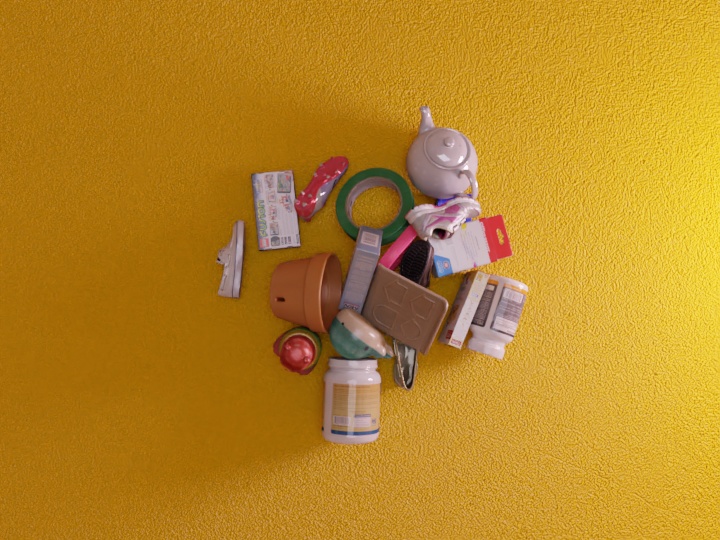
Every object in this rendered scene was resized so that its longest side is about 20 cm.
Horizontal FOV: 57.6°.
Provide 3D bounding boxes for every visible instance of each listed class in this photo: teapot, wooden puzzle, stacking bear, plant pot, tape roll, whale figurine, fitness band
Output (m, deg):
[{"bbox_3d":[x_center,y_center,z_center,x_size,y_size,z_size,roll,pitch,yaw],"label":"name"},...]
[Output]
[{"bbox_3d":[0.213,-0.283,1.650,0.200,0.146,0.198,18,69,0],"label":"teapot"},{"bbox_3d":[0.108,0.091,1.597,0.200,0.185,0.046,31,41,16],"label":"wooden puzzle"},{"bbox_3d":[-0.152,0.198,1.597,0.121,0.200,0.114,40,89,-1],"label":"stacking bear"},{"bbox_3d":[-0.137,0.052,1.624,0.140,0.200,0.200,3,87,14],"label":"plant pot"},{"bbox_3d":[0.038,-0.162,1.668,0.200,0.048,0.201,-4,72,13],"label":"tape roll"},{"bbox_3d":[0.000,0.177,1.619,0.104,0.200,0.159,-50,49,1],"label":"whale figurine"},{"bbox_3d":[0.102,-0.054,1.650,0.037,0.144,0.200,39,75,6],"label":"fitness band"}]

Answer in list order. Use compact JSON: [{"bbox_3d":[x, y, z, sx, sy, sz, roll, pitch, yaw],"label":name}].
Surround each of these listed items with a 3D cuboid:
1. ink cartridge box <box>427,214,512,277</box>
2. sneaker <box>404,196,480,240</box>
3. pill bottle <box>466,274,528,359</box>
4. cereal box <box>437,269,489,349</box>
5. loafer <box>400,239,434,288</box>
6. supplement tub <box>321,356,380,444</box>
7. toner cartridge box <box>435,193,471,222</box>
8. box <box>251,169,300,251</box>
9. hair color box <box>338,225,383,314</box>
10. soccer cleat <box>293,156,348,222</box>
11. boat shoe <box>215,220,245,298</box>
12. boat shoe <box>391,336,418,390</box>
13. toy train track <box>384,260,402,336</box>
[{"bbox_3d":[0.271,-0.062,1.660,0.200,0.067,0.116,-15,89,-5],"label":"ink cartridge box"},{"bbox_3d":[0.208,-0.118,1.590,0.200,0.081,0.088,-13,74,-20],"label":"sneaker"},{"bbox_3d":[0.347,0.118,1.676,0.116,0.116,0.200,19,87,-2],"label":"pill bottle"},{"bbox_3d":[0.259,0.098,1.658,0.039,0.144,0.200,23,86,-2],"label":"cereal box"},{"bbox_3d":[0.140,0.014,1.642,0.073,0.071,0.200,31,114,32],"label":"loafer"},{"bbox_3d":[-0.022,0.319,1.630,0.144,0.145,0.200,3,88,-3],"label":"supplement tub"},{"bbox_3d":[0.238,-0.103,1.716,0.095,0.043,0.200,6,87,-2],"label":"toner cartridge box"},{"bbox_3d":[-0.218,-0.155,1.695,0.110,0.035,0.200,-6,88,-3],"label":"box"},{"bbox_3d":[0.000,0.000,1.616,0.061,0.099,0.200,15,129,-3],"label":"hair color box"},{"bbox_3d":[-0.098,-0.214,1.698,0.067,0.077,0.200,27,68,27],"label":"soccer cleat"},{"bbox_3d":[-0.333,-0.030,1.669,0.070,0.071,0.200,6,94,-6],"label":"boat shoe"},{"bbox_3d":[0.118,0.203,1.673,0.073,0.063,0.201,3,93,-13],"label":"boat shoe"},{"bbox_3d":[0.093,0.071,1.696,0.115,0.033,0.200,10,99,-16],"label":"toy train track"}]
